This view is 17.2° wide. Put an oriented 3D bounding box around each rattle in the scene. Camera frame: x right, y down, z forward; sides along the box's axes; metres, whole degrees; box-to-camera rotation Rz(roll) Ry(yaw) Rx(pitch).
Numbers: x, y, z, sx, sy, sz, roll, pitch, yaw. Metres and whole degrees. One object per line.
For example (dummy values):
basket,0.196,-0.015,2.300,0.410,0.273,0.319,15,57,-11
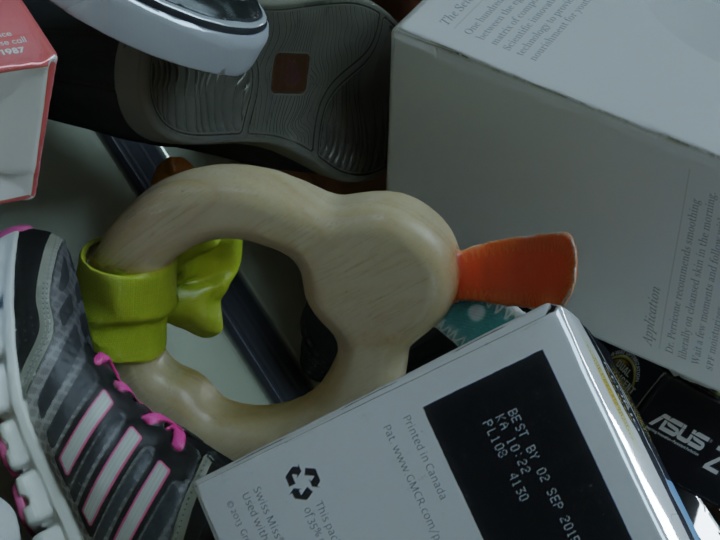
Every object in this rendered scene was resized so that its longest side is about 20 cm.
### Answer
rattle,0.000,0.000,0.921,0.143,0.200,0.130,-27,100,-71

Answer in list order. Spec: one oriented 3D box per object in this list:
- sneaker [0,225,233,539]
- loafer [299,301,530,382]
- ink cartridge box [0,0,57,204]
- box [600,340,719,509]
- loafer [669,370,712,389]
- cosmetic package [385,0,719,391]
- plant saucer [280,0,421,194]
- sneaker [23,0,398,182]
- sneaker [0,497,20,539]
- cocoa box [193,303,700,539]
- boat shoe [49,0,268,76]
sneaker,-0.078,0.073,0.847,0.074,0.087,0.200,86,-14,-73
loafer,0.057,-0.004,1.054,0.200,0.070,0.068,-23,74,-30
ink cartridge box,-0.199,-0.101,0.821,0.116,0.068,0.200,-12,49,-28
box,0.161,0.065,1.135,0.200,0.049,0.161,28,11,-33
loafer,0.183,0.020,1.075,0.070,0.070,0.200,23,18,12
cosmetic package,0.144,-0.070,0.980,0.200,0.123,0.199,25,47,21
plant saucer,0.006,-0.086,1.103,0.200,0.037,0.200,42,37,-42
sneaker,-0.063,-0.083,0.960,0.200,0.106,0.075,7,93,-56
sneaker,-0.168,0.135,0.729,0.112,0.073,0.200,28,34,-29
cocoa box,0.056,0.131,0.767,0.200,0.133,0.131,66,8,11
boat shoe,-0.106,-0.145,0.812,0.199,0.068,0.074,37,21,-5
